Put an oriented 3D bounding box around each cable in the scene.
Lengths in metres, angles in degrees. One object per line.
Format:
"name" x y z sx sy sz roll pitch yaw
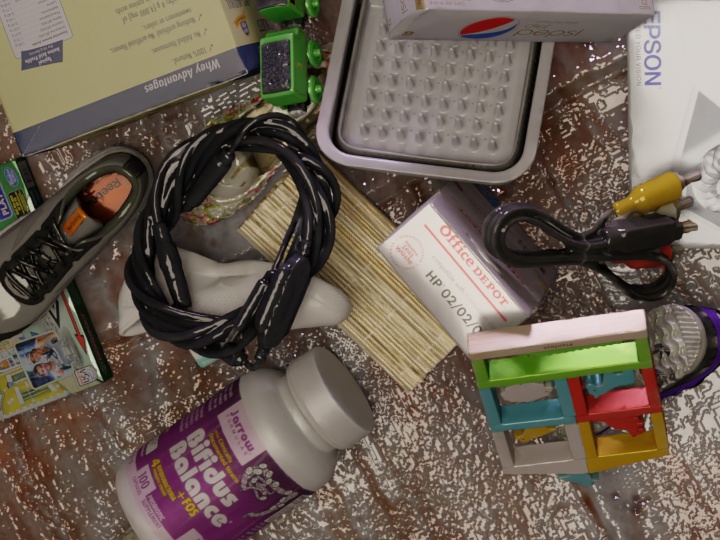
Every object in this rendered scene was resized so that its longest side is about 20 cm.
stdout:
"cable" -0.101 -0.031 1.621 0.163 0.051 0.201 24 97 29
"cable" 0.171 -0.021 1.548 0.199 0.050 0.098 -6 118 -24

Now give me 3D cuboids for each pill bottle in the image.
"pill bottle" -0.091 0.149 1.681 0.200 0.112 0.112 -36 91 14

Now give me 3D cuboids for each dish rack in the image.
"dish rack" 0.063 -0.157 1.601 0.171 0.044 0.201 8 68 9

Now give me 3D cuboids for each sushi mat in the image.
"sushi mat" 0.000 0.000 1.690 0.200 0.012 0.096 43 105 1

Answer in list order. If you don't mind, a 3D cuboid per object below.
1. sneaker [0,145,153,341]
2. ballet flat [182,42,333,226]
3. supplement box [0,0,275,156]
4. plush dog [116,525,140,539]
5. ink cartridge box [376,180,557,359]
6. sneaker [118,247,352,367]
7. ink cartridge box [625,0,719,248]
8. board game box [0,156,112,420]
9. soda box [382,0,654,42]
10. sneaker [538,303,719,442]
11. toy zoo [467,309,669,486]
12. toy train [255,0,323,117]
"sneaker" -0.249 -0.023 1.676 0.074 0.079 0.200 43 89 -8
"ballet flat" -0.081 -0.109 1.662 0.200 0.064 0.076 -43 91 15
"supplement box" -0.194 -0.219 1.629 0.199 0.134 0.201 -19 95 14
"plush dog" -0.229 0.329 1.732 0.171 0.160 0.201 -11 98 36
"ink cartridge box" 0.081 -0.004 1.577 0.068 0.200 0.115 -41 90 14
"sneaker" -0.103 0.038 1.668 0.199 0.075 0.089 8 72 24
"ink cartridge box" 0.305 -0.115 1.598 0.199 0.041 0.201 -1 99 11
"board game box" -0.307 0.021 1.745 0.134 0.029 0.201 -21 95 12
"soda box" 0.115 -0.210 1.535 0.199 0.064 0.068 -3 76 -26
"sneaker" 0.219 0.082 1.629 0.200 0.099 0.070 -29 75 43
"toy zoo" 0.160 0.102 1.552 0.131 0.021 0.200 -8 142 10
"toy train" -0.058 -0.219 1.610 0.042 0.056 0.201 -9 74 25
